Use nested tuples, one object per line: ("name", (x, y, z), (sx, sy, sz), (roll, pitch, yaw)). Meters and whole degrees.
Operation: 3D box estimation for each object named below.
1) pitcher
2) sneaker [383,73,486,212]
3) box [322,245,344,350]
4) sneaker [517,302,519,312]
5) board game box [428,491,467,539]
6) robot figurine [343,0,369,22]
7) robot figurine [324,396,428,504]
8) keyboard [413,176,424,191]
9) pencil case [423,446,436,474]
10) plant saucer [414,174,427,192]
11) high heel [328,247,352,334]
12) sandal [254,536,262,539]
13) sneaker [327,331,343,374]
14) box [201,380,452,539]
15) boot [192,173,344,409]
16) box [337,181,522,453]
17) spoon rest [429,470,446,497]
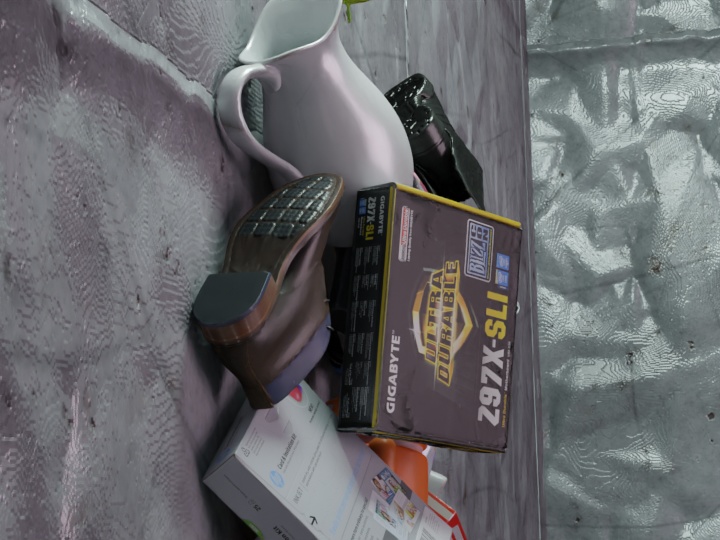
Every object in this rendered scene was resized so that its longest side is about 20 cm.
("pitcher", (-0.041, -0.108, 1.256), (0.172, 0.121, 0.200), (-51, 131, -40))
("sneaker", (0.070, -0.110, 1.430), (0.104, 0.060, 0.200), (53, 10, -22))
("box", (-0.007, 0.014, 1.392), (0.041, 0.039, 0.200), (-6, -78, 62))
("sneaker", (0.078, 0.002, 1.581), (0.115, 0.075, 0.200), (-39, 91, -29))
("board game box", (0.043, 0.315, 1.460), (0.152, 0.046, 0.200), (-46, 148, -16))
("robot figurine", (-0.011, -0.335, 1.397), (0.175, 0.116, 0.200), (69, 21, -72))
("robot figurine", (0.001, 0.195, 1.332), (0.144, 0.117, 0.200), (36, 52, -59))
("keyboard", (0.056, -0.068, 1.462), (0.200, 0.011, 0.056), (48, 31, -70))
("pencil case", (0.045, 0.144, 1.478), (0.083, 0.091, 0.200), (-3, -113, 62))
("plant saucer", (0.055, -0.054, 1.734), (0.201, 0.051, 0.201), (-6, 90, -81))
("high heel", (0.055, 0.034, 1.357), (0.200, 0.071, 0.143), (37, 42, -26))
("sandal", (-0.023, 0.239, 1.227), (0.207, 0.079, 0.059), (25, 20, -41))
("sneaker", (0.000, 0.000, 1.466), (0.083, 0.071, 0.200), (71, 23, -69))
("box", (-0.019, 0.180, 1.161), (0.200, 0.041, 0.156), (47, 23, -10))
("boot", (-0.058, 0.012, 1.160), (0.200, 0.075, 0.097), (-56, 138, -43))
("box", (0.060, 0.043, 1.250), (0.160, 0.049, 0.200), (16, 75, -44))
("spoon rest", (0.037, 0.218, 1.603), (0.099, 0.061, 0.200), (-60, 160, -2))
